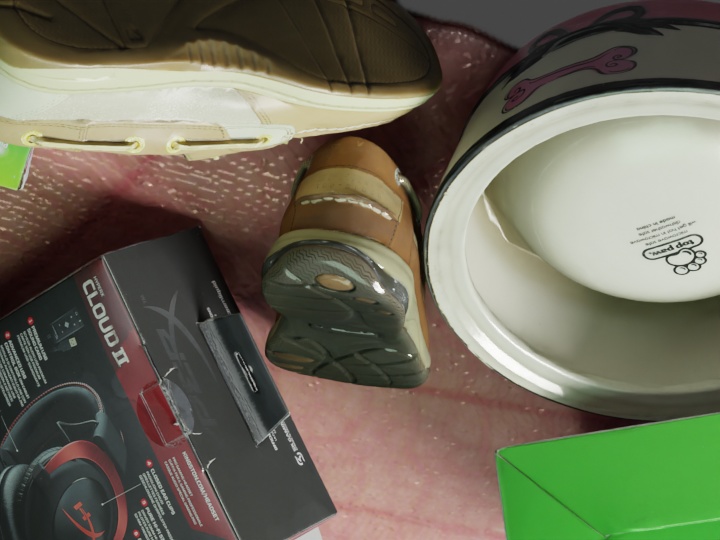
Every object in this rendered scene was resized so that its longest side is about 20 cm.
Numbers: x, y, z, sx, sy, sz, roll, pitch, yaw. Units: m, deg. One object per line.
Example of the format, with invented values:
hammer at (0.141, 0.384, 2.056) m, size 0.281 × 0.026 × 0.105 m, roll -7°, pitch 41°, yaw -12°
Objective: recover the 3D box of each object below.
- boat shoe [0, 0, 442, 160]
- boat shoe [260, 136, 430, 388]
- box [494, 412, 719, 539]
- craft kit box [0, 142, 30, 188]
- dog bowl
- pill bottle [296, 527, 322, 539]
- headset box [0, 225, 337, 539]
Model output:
boat shoe at (-0.063, -0.078, 0.873) m, size 0.199 × 0.074 × 0.066 m, roll 3°, pitch 143°, yaw -32°
boat shoe at (0.000, 0.000, 0.972) m, size 0.075 × 0.074 × 0.200 m, roll 10°, pitch 164°, yaw 1°
box at (0.183, 0.117, 1.013) m, size 0.199 × 0.097 × 0.176 m, roll -11°, pitch 169°, yaw 19°
craft kit box at (-0.202, -0.135, 0.875) m, size 0.199 × 0.049 × 0.198 m, roll 17°, pitch 135°, yaw -11°
dog bowl at (0.126, -0.027, 0.935) m, size 0.199 × 0.074 × 0.201 m, roll 4°, pitch 138°, yaw 3°
pill bottle at (-0.112, 0.176, 1.165) m, size 0.112 × 0.113 × 0.200 m, roll 33°, pitch 132°, yaw -26°
headset box at (-0.115, 0.082, 1.031) m, size 0.200 × 0.075 × 0.149 m, roll -30°, pitch 84°, yaw 35°
